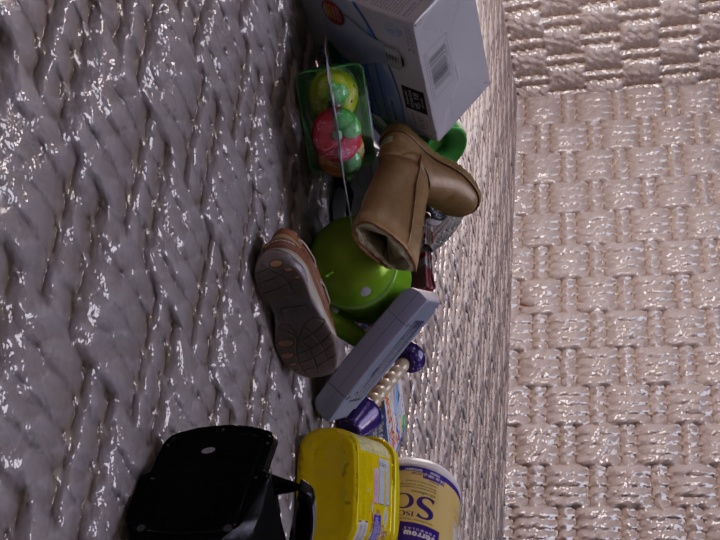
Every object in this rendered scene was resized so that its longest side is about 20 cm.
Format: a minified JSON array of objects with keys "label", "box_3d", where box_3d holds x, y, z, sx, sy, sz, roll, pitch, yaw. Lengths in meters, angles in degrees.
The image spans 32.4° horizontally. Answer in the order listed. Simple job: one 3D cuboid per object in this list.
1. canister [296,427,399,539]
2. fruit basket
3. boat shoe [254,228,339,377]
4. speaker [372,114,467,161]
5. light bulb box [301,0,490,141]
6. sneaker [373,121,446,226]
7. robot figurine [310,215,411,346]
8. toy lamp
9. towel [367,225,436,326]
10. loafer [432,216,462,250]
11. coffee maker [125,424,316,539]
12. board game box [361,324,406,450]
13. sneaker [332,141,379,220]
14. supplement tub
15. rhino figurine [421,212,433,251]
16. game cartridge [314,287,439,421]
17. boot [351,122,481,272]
[{"label":"canister","box_3d":[-0.014,0.274,1.536,0.200,0.085,0.151,41,49,-70]},{"label":"fruit basket","box_3d":[-0.021,-0.172,1.515,0.201,0.092,0.188,-110,-170,-64]},{"label":"boat shoe","box_3d":[-0.064,0.038,1.394,0.072,0.074,0.202,-81,164,-47]},{"label":"speaker","box_3d":[0.065,-0.222,1.697,0.201,0.088,0.089,53,-12,38]},{"label":"light bulb box","box_3d":[0.043,-0.303,1.583,0.125,0.198,0.200,-47,144,-24]},{"label":"sneaker","box_3d":[0.059,-0.127,1.773,0.075,0.077,0.201,14,33,-45]},{"label":"robot figurine","box_3d":[0.000,0.000,1.577,0.177,0.115,0.200,-59,161,-6]},{"label":"toy lamp","box_3d":[0.027,0.168,1.726,0.200,0.057,0.059,-48,135,-52]},{"label":"towel","box_3d":[0.057,-0.032,1.806,0.023,0.144,0.203,21,54,-31]},{"label":"loafer","box_3d":[0.083,-0.051,1.845,0.070,0.200,0.070,53,34,15]},{"label":"coffee maker","box_3d":[-0.122,0.264,1.036,0.192,0.133,0.202,-44,133,-42]},{"label":"board game box","box_3d":[0.032,0.171,1.860,0.136,0.034,0.203,-58,143,-68]},{"label":"sneaker","box_3d":[0.027,-0.140,1.707,0.075,0.113,0.203,49,40,-52]},{"label":"supplement tub","box_3d":[0.063,0.379,1.717,0.202,0.143,0.147,-80,162,-45]},{"label":"rhino figurine","box_3d":[0.047,-0.022,1.726,0.200,0.059,0.089,-45,-145,46]},{"label":"game cartridge","box_3d":[0.021,0.105,1.581,0.201,0.041,0.133,-51,164,6]},{"label":"boot","box_3d":[0.070,-0.069,1.535,0.174,0.066,0.202,35,40,-19]}]
